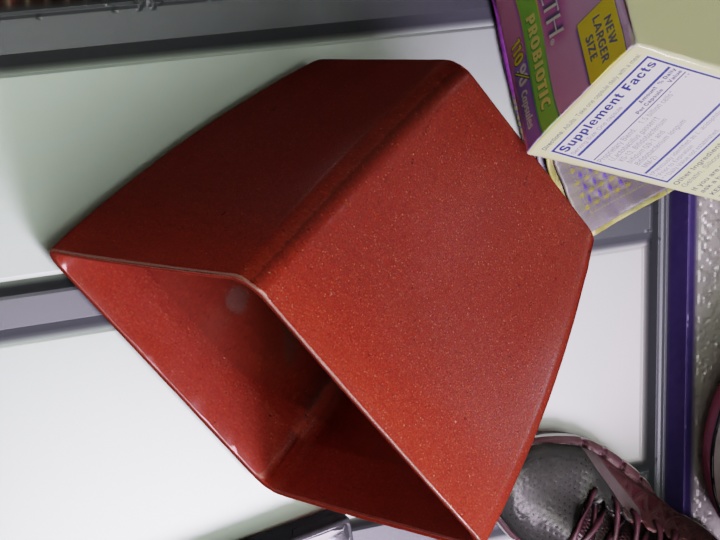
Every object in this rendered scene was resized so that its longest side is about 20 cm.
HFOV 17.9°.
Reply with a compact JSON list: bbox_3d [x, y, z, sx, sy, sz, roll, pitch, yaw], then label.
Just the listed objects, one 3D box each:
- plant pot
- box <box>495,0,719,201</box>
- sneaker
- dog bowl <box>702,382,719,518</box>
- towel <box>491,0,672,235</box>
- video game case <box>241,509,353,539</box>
[{"bbox_3d":[0.000,0.000,1.173,0.176,0.200,0.200,-51,120,-20],"label":"plant pot"},{"bbox_3d":[0.177,-0.136,1.198,0.199,0.097,0.176,12,52,-30],"label":"box"},{"bbox_3d":[0.173,0.161,1.337,0.200,0.115,0.076,27,90,-30],"label":"sneaker"},{"bbox_3d":[0.299,0.108,1.415,0.200,0.074,0.201,-7,106,-27],"label":"dog bowl"},{"bbox_3d":[0.148,-0.129,1.304,0.143,0.023,0.201,-24,113,-19],"label":"towel"},{"bbox_3d":[-0.082,0.248,1.279,0.199,0.025,0.181,-18,110,-22],"label":"video game case"}]
